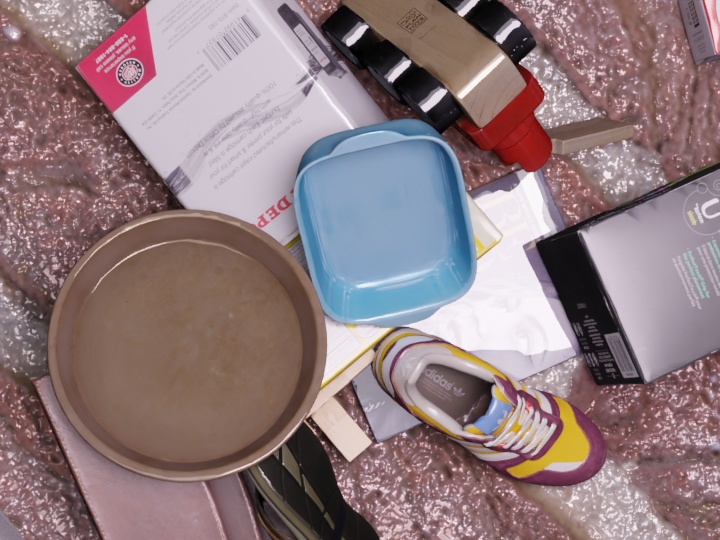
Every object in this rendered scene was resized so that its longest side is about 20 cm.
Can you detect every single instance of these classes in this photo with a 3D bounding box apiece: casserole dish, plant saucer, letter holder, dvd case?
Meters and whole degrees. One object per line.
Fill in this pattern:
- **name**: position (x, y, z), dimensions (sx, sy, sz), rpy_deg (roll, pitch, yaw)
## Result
- **casserole dish**: position (0.017, -0.038, 1.585), dimensions (0.121, 0.200, 0.039), rpy_deg (-13, 46, 1)
- **plant saucer**: position (-0.123, 0.055, 1.585), dimensions (0.199, 0.029, 0.201), rpy_deg (1, 73, -2)
- **letter holder**: position (-0.137, 0.143, 1.647), dimensions (0.142, 0.101, 0.200), rpy_deg (-24, 90, -5)
- **dvd case**: position (0.075, 0.024, 1.698), dimensions (0.200, 0.016, 0.149), rpy_deg (-23, 90, -3)

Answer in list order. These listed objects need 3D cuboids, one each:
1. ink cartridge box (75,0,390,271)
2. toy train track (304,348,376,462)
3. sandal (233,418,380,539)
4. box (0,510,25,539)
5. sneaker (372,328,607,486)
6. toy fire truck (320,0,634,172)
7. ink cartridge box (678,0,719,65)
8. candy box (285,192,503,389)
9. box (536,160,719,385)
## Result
- **ink cartridge box**: position (-0.087, -0.121, 1.639), dimensions (0.145, 0.083, 0.200), rpy_deg (-37, 92, 19)
- **toy train track**: position (-0.064, 0.063, 1.684), dimensions (0.115, 0.033, 0.200), rpy_deg (-40, 84, -6)
- **sandal**: position (-0.044, 0.184, 1.641), dimensions (0.057, 0.080, 0.201), rpy_deg (-17, 119, 28)
- **box**: position (-0.288, 0.309, 1.621), dimensions (0.199, 0.131, 0.200), rpy_deg (-40, 92, -3)
- **sneaker**: position (0.103, 0.112, 1.647), dimensions (0.200, 0.090, 0.075), rpy_deg (25, 93, -16)
- **toy fire truck**: position (0.096, -0.138, 1.651), dimensions (0.129, 0.176, 0.200), rpy_deg (-43, 132, -3)
- **ink cartridge box**: position (0.333, -0.267, 1.680), dimensions (0.199, 0.084, 0.176), rpy_deg (-16, 90, -2)
- **candy box**: position (0.000, 0.000, 1.667), dimensions (0.200, 0.026, 0.102), rpy_deg (-39, 81, -9)
- **box**: position (0.255, -0.009, 1.635), dimensions (0.200, 0.149, 0.125), rpy_deg (-24, 90, -9)
